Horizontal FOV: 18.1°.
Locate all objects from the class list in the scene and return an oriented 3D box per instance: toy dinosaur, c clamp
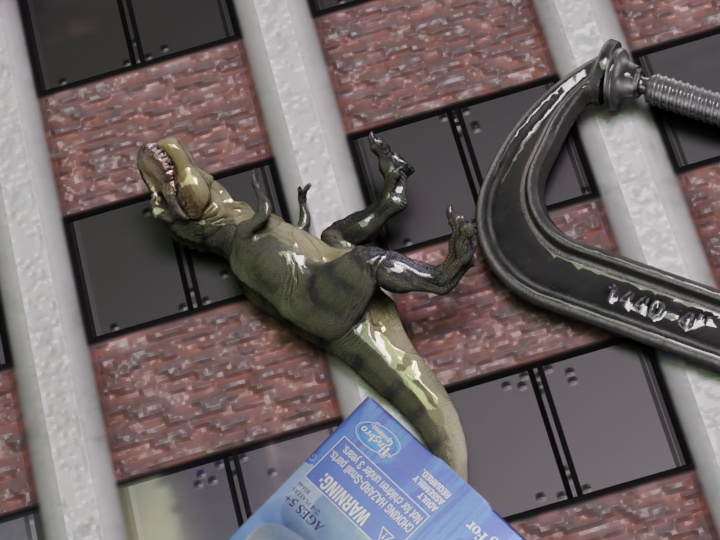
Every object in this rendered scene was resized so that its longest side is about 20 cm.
[{"bbox_3d":[0.000,0.000,0.888,0.088,0.047,0.200,-48,66,3],"label":"toy dinosaur"},{"bbox_3d":[0.152,-0.038,0.898,0.199,0.027,0.172,14,70,15],"label":"c clamp"}]

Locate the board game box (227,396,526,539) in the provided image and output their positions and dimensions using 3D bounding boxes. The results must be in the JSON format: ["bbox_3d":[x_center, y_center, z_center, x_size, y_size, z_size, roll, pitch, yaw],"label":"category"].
[{"bbox_3d":[0.005,0.180,0.780,0.199,0.043,0.200,-46,64,-8],"label":"board game box"}]
